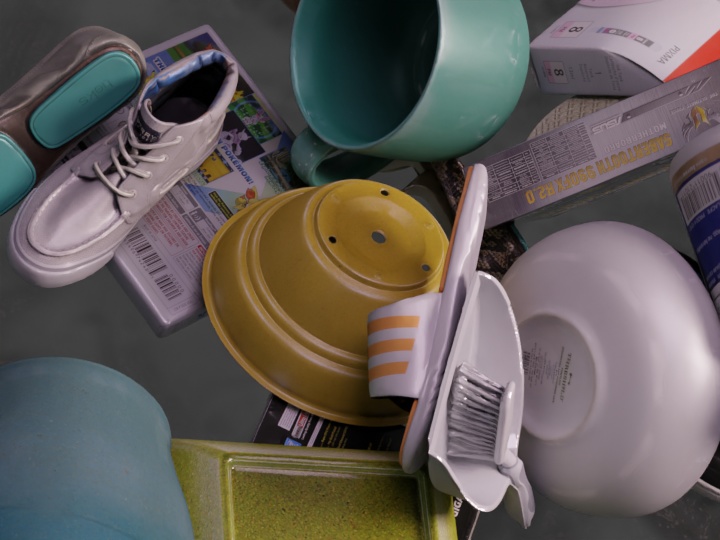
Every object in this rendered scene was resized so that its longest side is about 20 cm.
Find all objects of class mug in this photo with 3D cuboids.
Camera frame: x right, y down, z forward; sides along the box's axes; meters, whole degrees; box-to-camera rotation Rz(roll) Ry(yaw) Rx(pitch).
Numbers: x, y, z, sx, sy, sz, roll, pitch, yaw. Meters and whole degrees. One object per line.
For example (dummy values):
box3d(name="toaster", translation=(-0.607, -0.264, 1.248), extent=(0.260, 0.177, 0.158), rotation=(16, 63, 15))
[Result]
box3d(name="mug", translation=(0.032, -0.147, 1.646), extent=(0.114, 0.185, 0.152), rotation=(5, 73, -42))

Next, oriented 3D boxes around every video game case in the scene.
box3d(name="video game case", translation=(-0.124, -0.067, 1.667), extent=(0.182, 0.022, 0.200), rotation=(-27, 70, -32))

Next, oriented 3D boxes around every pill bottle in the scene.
box3d(name="pill bottle", translation=(0.282, 0.004, 1.532), extent=(0.116, 0.116, 0.200), rotation=(-8, 70, -25))

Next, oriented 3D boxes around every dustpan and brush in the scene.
box3d(name="dustpan and brush", translation=(0.085, 0.111, 1.514), extent=(0.057, 0.200, 0.140), rotation=(11, 58, 10))

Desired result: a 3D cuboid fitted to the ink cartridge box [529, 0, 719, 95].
box3d(name="ink cartridge box", translation=(0.251, -0.187, 1.794), extent=(0.163, 0.200, 0.057), rotation=(-41, 120, -38))

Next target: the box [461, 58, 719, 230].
box3d(name="box", translation=(0.188, -0.088, 1.644), extent=(0.048, 0.200, 0.158), rotation=(69, 20, 3))

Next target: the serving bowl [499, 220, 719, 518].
box3d(name="serving bowl", translation=(0.145, 0.068, 1.565), extent=(0.066, 0.200, 0.200), rotation=(-4, 59, -43))

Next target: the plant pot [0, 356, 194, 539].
box3d(name="plant pot", translation=(-0.185, 0.162, 1.401), extent=(0.200, 0.200, 0.188), rotation=(16, 41, -11))

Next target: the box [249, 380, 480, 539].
box3d(name="box", translation=(-0.017, 0.182, 1.530), extent=(0.159, 0.049, 0.200), rotation=(24, 54, -2))

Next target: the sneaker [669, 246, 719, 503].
box3d(name="sneaker", translation=(0.229, 0.065, 1.660), extent=(0.073, 0.112, 0.200), rotation=(-28, 72, -32))

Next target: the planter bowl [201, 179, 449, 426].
box3d(name="planter bowl", translation=(0.000, 0.000, 1.588), extent=(0.200, 0.084, 0.201), rotation=(13, 47, -14))

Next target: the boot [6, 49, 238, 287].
box3d(name="boot", translation=(-0.158, -0.076, 1.586), extent=(0.074, 0.096, 0.200), rotation=(37, 53, 6))

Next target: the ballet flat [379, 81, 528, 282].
box3d(name="ballet flat", translation=(0.052, -0.067, 1.714), extent=(0.075, 0.068, 0.200), rotation=(-23, 69, -10))

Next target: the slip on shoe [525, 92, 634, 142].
box3d(name="slip on shoe", translation=(0.211, -0.115, 1.800), extent=(0.200, 0.061, 0.074), rotation=(-29, 30, -24))

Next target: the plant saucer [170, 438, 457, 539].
box3d(name="plant saucer", translation=(-0.022, 0.188, 1.466), extent=(0.199, 0.048, 0.200), rotation=(5, 57, -17))

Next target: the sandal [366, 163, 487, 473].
box3d(name="sandal", translation=(0.036, 0.028, 1.505), extent=(0.059, 0.079, 0.207), rotation=(11, 72, 7))

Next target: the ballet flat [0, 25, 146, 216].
box3d(name="ballet flat", translation=(-0.233, -0.093, 1.606), extent=(0.200, 0.067, 0.064), rotation=(-38, 35, -7))

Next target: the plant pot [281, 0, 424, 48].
box3d(name="plant pot", translation=(0.032, -0.253, 1.770), extent=(0.200, 0.093, 0.201), rotation=(11, 38, -9))
